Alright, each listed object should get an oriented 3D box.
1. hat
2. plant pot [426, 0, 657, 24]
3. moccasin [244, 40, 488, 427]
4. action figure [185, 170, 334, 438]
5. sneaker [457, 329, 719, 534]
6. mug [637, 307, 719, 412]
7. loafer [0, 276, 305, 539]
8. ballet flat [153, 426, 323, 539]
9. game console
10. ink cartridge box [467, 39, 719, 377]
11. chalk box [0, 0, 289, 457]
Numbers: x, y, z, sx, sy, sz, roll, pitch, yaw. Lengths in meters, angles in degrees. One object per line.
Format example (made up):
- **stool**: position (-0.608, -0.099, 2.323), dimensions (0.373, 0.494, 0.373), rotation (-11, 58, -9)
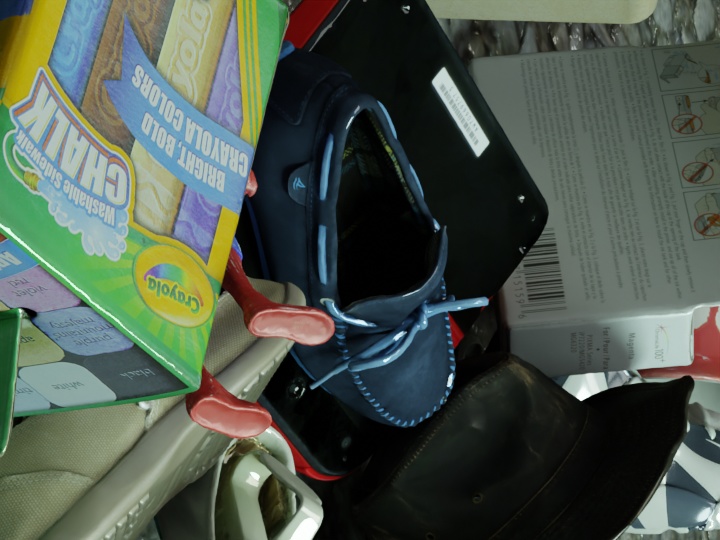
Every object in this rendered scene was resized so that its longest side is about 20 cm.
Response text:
- **hat**: position (0.053, 0.087, 1.066), dimensions (0.081, 0.200, 0.201), rotation (49, 37, -9)
- **plant pot**: position (0.074, -0.226, 1.124), dimensions (0.177, 0.199, 0.200), rotation (71, 30, -48)
- **moccasin**: position (0.000, 0.000, 0.960), dimensions (0.080, 0.068, 0.200), rotation (-48, 137, -19)
- **action figure**: position (-0.071, -0.020, 0.857), dimensions (0.052, 0.200, 0.066), rotation (13, 117, -38)
- **sneaker**: position (0.137, 0.062, 1.195), dimensions (0.080, 0.199, 0.130), rotation (-101, -173, -77)
- **mug**: position (0.166, -0.021, 1.313), dimensions (0.178, 0.133, 0.201), rotation (64, 27, -66)
- **loafer**: position (-0.086, 0.051, 0.880), dimensions (0.200, 0.068, 0.076), rotation (-47, 172, -51)
- **ballet flat**: position (-0.038, 0.118, 0.890), dimensions (0.200, 0.069, 0.070), rotation (-113, -179, -60)
- **game console**: position (-0.008, -0.018, 1.020), dimensions (0.177, 0.031, 0.200), rotation (-53, 138, -16)
- **ink cartridge box**: position (0.147, -0.037, 1.179), dimensions (0.200, 0.173, 0.044), rotation (-94, 180, -45)
- **chalk box**: position (-0.122, -0.030, 0.773), dimensions (0.124, 0.124, 0.200), rotation (46, 46, -43)
